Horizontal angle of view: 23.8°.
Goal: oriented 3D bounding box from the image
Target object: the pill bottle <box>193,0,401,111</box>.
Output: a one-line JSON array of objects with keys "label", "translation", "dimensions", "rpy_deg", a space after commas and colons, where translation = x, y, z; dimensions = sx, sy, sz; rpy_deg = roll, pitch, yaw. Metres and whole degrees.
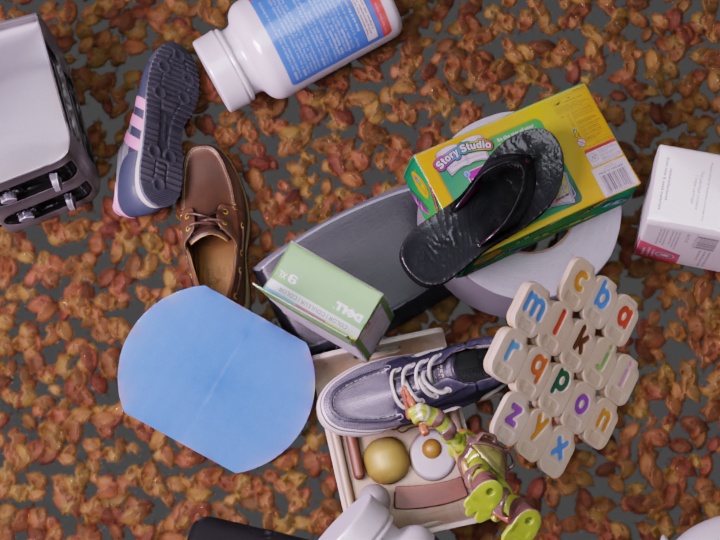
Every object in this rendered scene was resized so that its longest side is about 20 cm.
[{"label": "pill bottle", "translation": [-0.068, -0.249, 1.772], "dimensions": [0.199, 0.112, 0.113], "rpy_deg": [-29, 77, -3]}]

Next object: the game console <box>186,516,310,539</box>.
[{"label": "game console", "translation": [-0.094, 0.365, 1.699], "dimensions": [0.199, 0.116, 0.177], "rpy_deg": [12, 109, 7]}]

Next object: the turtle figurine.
[{"label": "turtle figurine", "translation": [0.118, 0.192, 1.591], "dimensions": [0.064, 0.161, 0.200], "rpy_deg": [-35, 117, 1]}]

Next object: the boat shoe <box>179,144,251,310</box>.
[{"label": "boat shoe", "translation": [-0.150, -0.038, 1.763], "dimensions": [0.072, 0.068, 0.201], "rpy_deg": [-8, 77, 3]}]

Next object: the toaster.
[{"label": "toaster", "translation": [-0.352, -0.156, 1.749], "dimensions": [0.118, 0.181, 0.201], "rpy_deg": [-17, 78, -3]}]

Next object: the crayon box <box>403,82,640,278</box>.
[{"label": "crayon box", "translation": [0.157, -0.089, 1.668], "dimensions": [0.199, 0.058, 0.119], "rpy_deg": [-24, 77, -15]}]

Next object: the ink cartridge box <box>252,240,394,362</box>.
[{"label": "ink cartridge box", "translation": [-0.031, 0.027, 1.629], "dimensions": [0.104, 0.200, 0.059], "rpy_deg": [30, 85, 10]}]

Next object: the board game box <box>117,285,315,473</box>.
[{"label": "board game box", "translation": [-0.143, 0.104, 1.734], "dimensions": [0.199, 0.039, 0.158], "rpy_deg": [29, 103, -8]}]

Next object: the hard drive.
[{"label": "hard drive", "translation": [0.000, 0.000, 1.757], "dimensions": [0.199, 0.042, 0.135], "rpy_deg": [-28, 77, -2]}]

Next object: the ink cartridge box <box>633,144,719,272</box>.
[{"label": "ink cartridge box", "translation": [0.380, -0.050, 1.687], "dimensions": [0.199, 0.145, 0.085], "rpy_deg": [11, 79, 6]}]

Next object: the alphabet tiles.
[{"label": "alphabet tiles", "translation": [0.198, 0.095, 1.663], "dimensions": [0.015, 0.200, 0.196], "rpy_deg": [15, 74, 49]}]

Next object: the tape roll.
[{"label": "tape roll", "translation": [0.160, -0.057, 1.724], "dimensions": [0.199, 0.066, 0.201], "rpy_deg": [3, 71, -7]}]

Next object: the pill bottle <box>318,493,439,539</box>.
[{"label": "pill bottle", "translation": [0.049, 0.314, 1.625], "dimensions": [0.200, 0.120, 0.120], "rpy_deg": [44, 84, -4]}]

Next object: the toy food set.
[{"label": "toy food set", "translation": [0.037, 0.168, 1.710], "dimensions": [0.143, 0.060, 0.201], "rpy_deg": [-13, 78, 1]}]

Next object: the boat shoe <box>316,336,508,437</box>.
[{"label": "boat shoe", "translation": [0.056, 0.106, 1.657], "dimensions": [0.199, 0.093, 0.075], "rpy_deg": [-16, 77, -11]}]

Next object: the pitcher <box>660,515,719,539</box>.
[{"label": "pitcher", "translation": [0.301, 0.315, 1.639], "dimensions": [0.200, 0.121, 0.172], "rpy_deg": [-47, 63, 5]}]

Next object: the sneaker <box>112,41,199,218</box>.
[{"label": "sneaker", "translation": [-0.224, -0.147, 1.796], "dimensions": [0.070, 0.082, 0.201], "rpy_deg": [29, 55, -32]}]

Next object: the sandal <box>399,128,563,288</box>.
[{"label": "sandal", "translation": [0.122, -0.060, 1.597], "dimensions": [0.075, 0.048, 0.200], "rpy_deg": [44, 73, 7]}]
